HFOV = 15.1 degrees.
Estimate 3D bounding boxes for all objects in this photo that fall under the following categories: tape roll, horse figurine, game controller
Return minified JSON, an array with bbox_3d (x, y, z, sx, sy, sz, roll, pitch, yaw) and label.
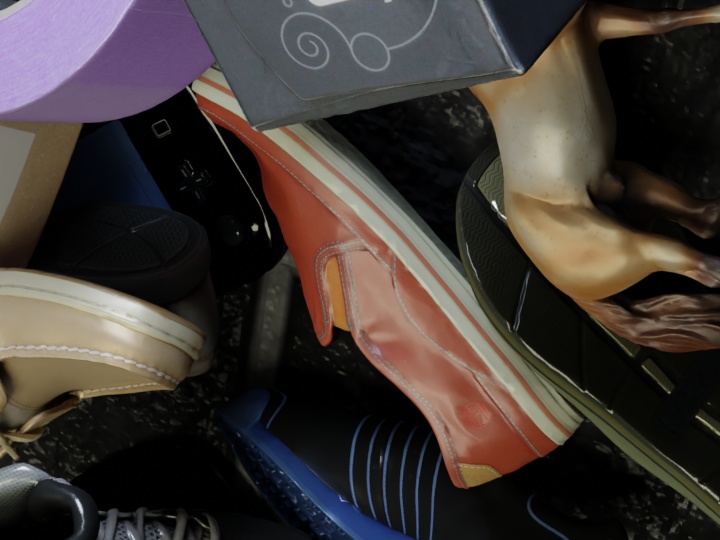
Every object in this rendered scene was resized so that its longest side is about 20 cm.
[{"bbox_3d":[-0.115,-0.152,0.946,0.200,0.066,0.200,1,92,37],"label":"tape roll"},{"bbox_3d":[0.088,-0.051,0.951,0.132,0.050,0.200,-15,102,26],"label":"horse figurine"},{"bbox_3d":[-0.113,-0.023,1.138,0.200,0.042,0.104,-23,109,43],"label":"game controller"}]

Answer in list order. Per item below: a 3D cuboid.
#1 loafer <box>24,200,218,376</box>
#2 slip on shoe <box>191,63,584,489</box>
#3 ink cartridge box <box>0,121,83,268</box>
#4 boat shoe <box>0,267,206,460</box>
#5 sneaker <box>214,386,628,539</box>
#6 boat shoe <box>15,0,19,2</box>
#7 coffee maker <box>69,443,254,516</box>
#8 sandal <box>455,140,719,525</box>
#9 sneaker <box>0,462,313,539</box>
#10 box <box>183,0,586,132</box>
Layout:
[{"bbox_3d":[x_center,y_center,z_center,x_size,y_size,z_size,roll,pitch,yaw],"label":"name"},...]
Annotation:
[{"bbox_3d":[-0.145,0.005,1.114,0.200,0.072,0.063,10,129,32],"label":"loafer"},{"bbox_3d":[0.000,0.000,1.035,0.061,0.074,0.200,-41,86,7],"label":"slip on shoe"},{"bbox_3d":[-0.235,-0.071,1.037,0.165,0.200,0.075,33,104,44],"label":"ink cartridge box"},{"bbox_3d":[-0.146,0.041,1.041,0.200,0.069,0.074,0,159,37],"label":"boat shoe"},{"bbox_3d":[0.025,0.093,1.125,0.200,0.078,0.070,35,156,38],"label":"sneaker"},{"bbox_3d":[-0.116,-0.135,1.032,0.200,0.072,0.069,-7,90,54],"label":"boat shoe"},{"bbox_3d":[-0.132,0.165,1.188,0.135,0.200,0.192,3,124,33],"label":"coffee maker"},{"bbox_3d":[0.107,0.036,1.010,0.201,0.080,0.057,48,163,-1],"label":"sandal"},{"bbox_3d":[-0.096,0.117,1.071,0.200,0.075,0.116,-1,157,-18],"label":"sneaker"},{"bbox_3d":[0.028,-0.149,0.818,0.106,0.200,0.122,-9,119,40],"label":"box"}]
